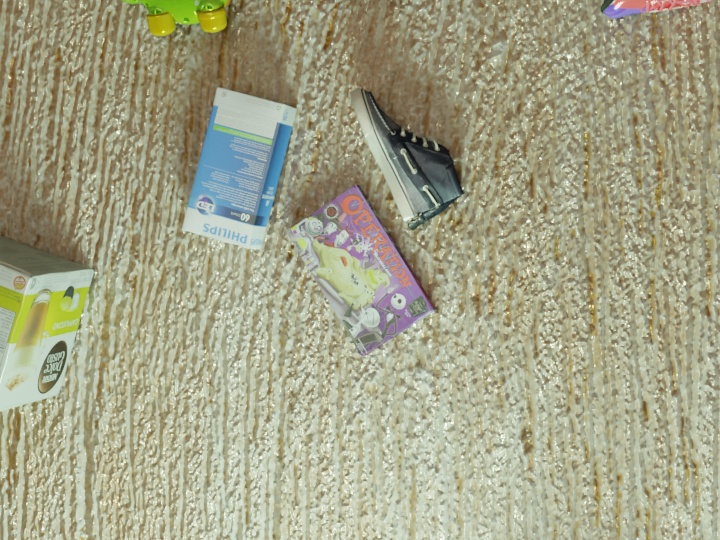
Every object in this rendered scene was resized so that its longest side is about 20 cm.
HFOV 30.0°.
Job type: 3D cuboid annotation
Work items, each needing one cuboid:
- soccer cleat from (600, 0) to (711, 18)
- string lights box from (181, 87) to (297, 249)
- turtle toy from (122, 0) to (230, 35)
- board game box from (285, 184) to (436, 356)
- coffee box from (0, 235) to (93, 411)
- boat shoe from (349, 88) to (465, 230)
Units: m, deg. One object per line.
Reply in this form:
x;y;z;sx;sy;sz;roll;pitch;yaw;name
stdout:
0.399;-0.356;1.678;0.200;0.068;0.073;-26;89;11;soccer cleat
-0.165;-0.138;1.827;0.102;0.059;0.201;16;95;14;string lights box
-0.256;-0.399;1.821;0.199;0.101;0.146;-1;114;16;turtle toy
0.000;0.000;1.806;0.120;0.032;0.200;-33;83;8;board game box
-0.518;0.064;1.847;0.199;0.200;0.198;19;96;12;coffee box
0.065;-0.162;1.768;0.093;0.075;0.201;-25;93;7;boat shoe
